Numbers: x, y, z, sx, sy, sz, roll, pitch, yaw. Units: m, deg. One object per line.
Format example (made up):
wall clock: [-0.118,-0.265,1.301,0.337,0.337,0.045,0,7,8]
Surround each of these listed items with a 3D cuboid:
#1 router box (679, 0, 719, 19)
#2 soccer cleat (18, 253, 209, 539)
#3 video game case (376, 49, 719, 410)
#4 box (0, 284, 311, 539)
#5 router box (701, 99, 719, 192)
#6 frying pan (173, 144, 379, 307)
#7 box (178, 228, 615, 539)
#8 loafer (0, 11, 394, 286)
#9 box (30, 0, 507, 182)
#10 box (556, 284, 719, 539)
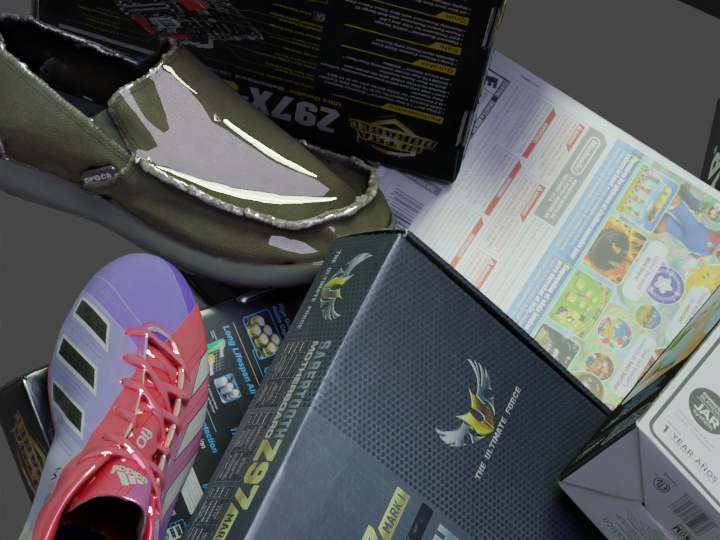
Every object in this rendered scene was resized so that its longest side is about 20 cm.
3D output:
router box: [0.176,-0.202,1.224,0.199,0.051,0.150,26,59,11]
soccer cleat: [-0.090,0.072,0.922,0.066,0.076,0.201,25,54,-14]
video game case: [0.096,0.001,1.099,0.199,0.018,0.144,33,62,6]
box: [-0.041,0.113,1.018,0.158,0.046,0.201,-21,86,-29]
router box: [0.225,0.018,1.173,0.148,0.051,0.201,22,61,-10]
frying pan: [-0.014,0.006,1.103,0.114,0.031,0.191,-26,79,-27]
box: [0.013,0.109,0.969,0.158,0.051,0.201,41,63,-28]
loafer: [-0.080,-0.052,1.023,0.199,0.070,0.075,17,33,7]
box: [-0.038,-0.122,1.039,0.198,0.160,0.050,15,60,2]
box: [0.182,0.060,1.023,0.117,0.060,0.200,46,50,-1]
